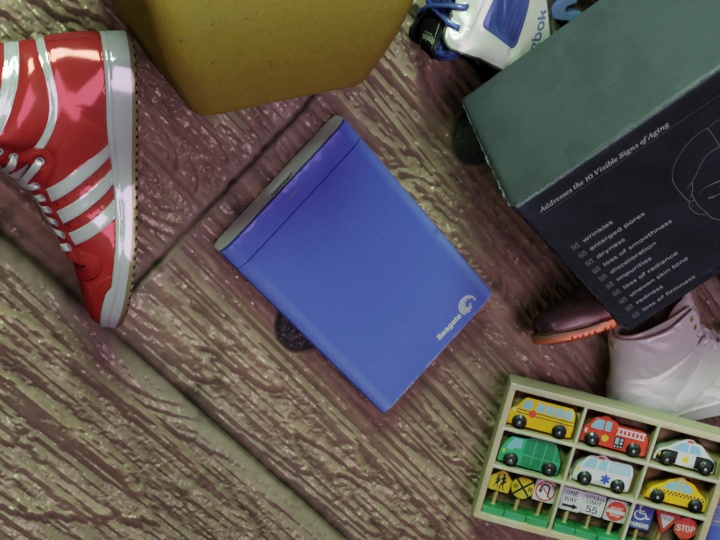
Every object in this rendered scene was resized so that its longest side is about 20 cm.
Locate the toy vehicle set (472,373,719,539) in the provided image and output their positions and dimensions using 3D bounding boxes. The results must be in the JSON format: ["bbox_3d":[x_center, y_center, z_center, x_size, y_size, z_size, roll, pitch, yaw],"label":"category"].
[{"bbox_3d":[0.206,0.174,1.019,0.197,0.027,0.126,14,102,0],"label":"toy vehicle set"}]

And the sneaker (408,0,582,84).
[{"bbox_3d":[0.084,-0.210,0.847,0.115,0.080,0.201,-34,121,-15],"label":"sneaker"}]

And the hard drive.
[{"bbox_3d":[0.000,0.000,0.910,0.132,0.025,0.200,-47,121,-5],"label":"hard drive"}]

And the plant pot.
[{"bbox_3d":[-0.069,-0.212,0.715,0.193,0.194,0.202,-15,126,-21],"label":"plant pot"}]

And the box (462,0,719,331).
[{"bbox_3d":[0.215,-0.091,0.869,0.199,0.125,0.196,-34,138,16],"label":"box"}]

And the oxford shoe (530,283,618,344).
[{"bbox_3d":[0.217,-0.002,1.003,0.199,0.071,0.074,-29,99,-20],"label":"oxford shoe"}]

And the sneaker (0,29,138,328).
[{"bbox_3d":[-0.200,-0.054,0.767,0.111,0.071,0.203,-4,115,-18],"label":"sneaker"}]

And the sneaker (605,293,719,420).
[{"bbox_3d":[0.306,0.065,1.058,0.198,0.074,0.117,-17,117,-19],"label":"sneaker"}]

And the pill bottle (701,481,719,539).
[{"bbox_3d":[0.311,0.262,1.106,0.111,0.112,0.203,-2,108,-26],"label":"pill bottle"}]
